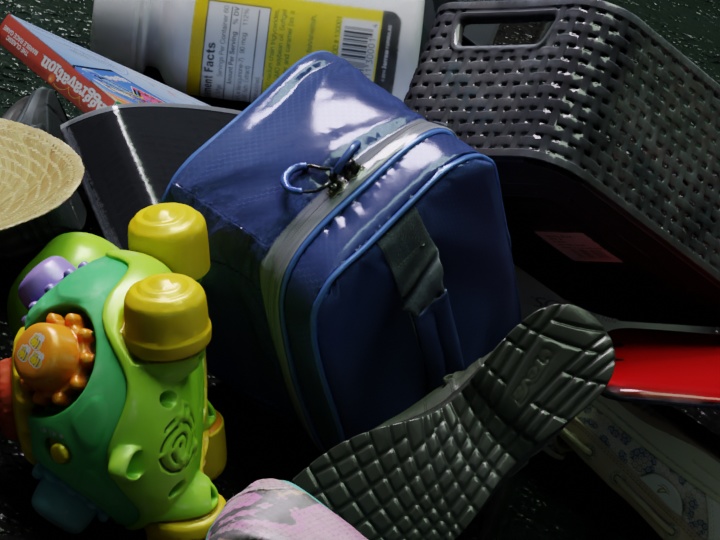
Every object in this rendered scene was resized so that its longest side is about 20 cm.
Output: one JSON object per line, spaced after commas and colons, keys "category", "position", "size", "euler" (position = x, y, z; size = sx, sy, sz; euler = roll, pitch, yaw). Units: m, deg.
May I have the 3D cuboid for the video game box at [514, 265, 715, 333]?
{"category": "video game box", "position": [0.096, -0.022, 1.758], "size": [0.200, 0.047, 0.182], "euler": [12, 28, -18]}

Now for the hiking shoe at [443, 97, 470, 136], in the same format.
{"category": "hiking shoe", "position": [0.096, -0.049, 1.646], "size": [0.200, 0.087, 0.074], "euler": [3, 32, -47]}

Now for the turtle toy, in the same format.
{"category": "turtle toy", "position": [-0.116, 0.045, 1.365], "size": [0.101, 0.146, 0.200], "euler": [-4, 26, -2]}

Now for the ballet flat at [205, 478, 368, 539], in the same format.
{"category": "ballet flat", "position": [0.017, 0.163, 1.289], "size": [0.200, 0.069, 0.071], "euler": [30, 43, 13]}

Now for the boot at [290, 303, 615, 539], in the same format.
{"category": "boot", "position": [0.039, 0.094, 1.406], "size": [0.068, 0.200, 0.131], "euler": [53, -7, 7]}

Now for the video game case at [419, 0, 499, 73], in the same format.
{"category": "video game case", "position": [-0.003, -0.195, 1.885], "size": [0.200, 0.182, 0.022], "euler": [20, 45, 0]}

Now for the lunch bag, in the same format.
{"category": "lunch bag", "position": [0.000, 0.000, 1.438], "size": [0.132, 0.200, 0.136], "euler": [35, 68, 30]}

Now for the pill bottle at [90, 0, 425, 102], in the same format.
{"category": "pill bottle", "position": [-0.062, -0.160, 1.821], "size": [0.200, 0.114, 0.114], "euler": [8, 25, -1]}

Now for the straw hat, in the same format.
{"category": "straw hat", "position": [-0.234, -0.010, 1.430], "size": [0.201, 0.085, 0.201], "euler": [2, 21, -1]}

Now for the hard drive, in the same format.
{"category": "hard drive", "position": [-0.057, -0.029, 1.583], "size": [0.200, 0.042, 0.135], "euler": [8, 47, -44]}

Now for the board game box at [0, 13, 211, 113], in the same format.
{"category": "board game box", "position": [-0.113, -0.088, 1.685], "size": [0.103, 0.019, 0.200], "euler": [37, 9, 35]}

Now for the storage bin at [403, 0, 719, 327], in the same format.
{"category": "storage bin", "position": [0.125, -0.053, 1.538], "size": [0.135, 0.094, 0.200], "euler": [3, -24, 46]}

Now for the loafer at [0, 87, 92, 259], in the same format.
{"category": "loafer", "position": [-0.186, -0.049, 1.571], "size": [0.072, 0.073, 0.200], "euler": [-24, 8, 5]}

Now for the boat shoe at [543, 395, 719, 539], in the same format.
{"category": "boat shoe", "position": [0.124, 0.086, 1.524], "size": [0.200, 0.063, 0.073], "euler": [35, 11, 31]}

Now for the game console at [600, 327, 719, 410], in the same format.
{"category": "game console", "position": [0.211, 0.095, 1.495], "size": [0.172, 0.119, 0.200], "euler": [63, 9, -4]}
